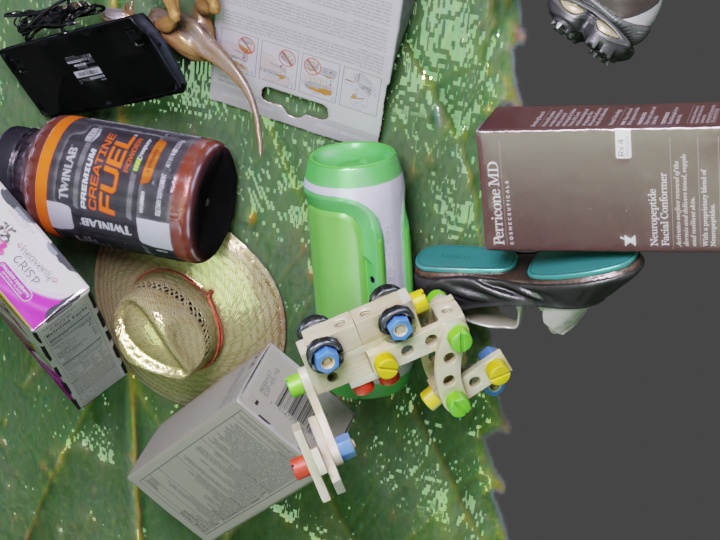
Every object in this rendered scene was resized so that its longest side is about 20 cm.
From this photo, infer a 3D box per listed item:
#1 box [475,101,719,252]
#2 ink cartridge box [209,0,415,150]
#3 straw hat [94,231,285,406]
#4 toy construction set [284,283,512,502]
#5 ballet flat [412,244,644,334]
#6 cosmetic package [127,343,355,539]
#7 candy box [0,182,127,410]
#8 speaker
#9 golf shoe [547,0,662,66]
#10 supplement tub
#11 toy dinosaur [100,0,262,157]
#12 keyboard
[{"bbox_3d":[0.193,-0.072,1.094,0.198,0.075,0.101,1,111,22],"label":"box"},{"bbox_3d":[-0.039,-0.208,1.152,0.159,0.050,0.201,19,134,12],"label":"ink cartridge box"},{"bbox_3d":[-0.171,0.050,1.266,0.199,0.085,0.203,7,112,17],"label":"straw hat"},{"bbox_3d":[0.019,0.087,1.129,0.199,0.092,0.132,-31,123,-15],"label":"toy construction set"},{"bbox_3d":[0.138,0.013,1.156,0.198,0.068,0.069,1,121,31],"label":"ballet flat"},{"bbox_3d":[-0.107,0.155,1.251,0.103,0.073,0.200,41,137,-13],"label":"cosmetic package"},{"bbox_3d":[-0.276,0.025,1.224,0.136,0.061,0.200,46,163,19],"label":"candy box"},{"bbox_3d":[0.000,0.000,1.184,0.087,0.088,0.202,4,112,19],"label":"speaker"},{"bbox_3d":[0.137,-0.241,1.058,0.199,0.078,0.095,35,101,2],"label":"golf shoe"},{"bbox_3d":[-0.213,-0.073,1.222,0.198,0.107,0.108,10,113,16],"label":"supplement tub"},{"bbox_3d":[-0.132,-0.189,1.159,0.199,0.060,0.107,35,147,32],"label":"toy dinosaur"},{"bbox_3d":[-0.225,-0.187,1.198,0.199,0.040,0.105,-3,129,42],"label":"keyboard"}]
